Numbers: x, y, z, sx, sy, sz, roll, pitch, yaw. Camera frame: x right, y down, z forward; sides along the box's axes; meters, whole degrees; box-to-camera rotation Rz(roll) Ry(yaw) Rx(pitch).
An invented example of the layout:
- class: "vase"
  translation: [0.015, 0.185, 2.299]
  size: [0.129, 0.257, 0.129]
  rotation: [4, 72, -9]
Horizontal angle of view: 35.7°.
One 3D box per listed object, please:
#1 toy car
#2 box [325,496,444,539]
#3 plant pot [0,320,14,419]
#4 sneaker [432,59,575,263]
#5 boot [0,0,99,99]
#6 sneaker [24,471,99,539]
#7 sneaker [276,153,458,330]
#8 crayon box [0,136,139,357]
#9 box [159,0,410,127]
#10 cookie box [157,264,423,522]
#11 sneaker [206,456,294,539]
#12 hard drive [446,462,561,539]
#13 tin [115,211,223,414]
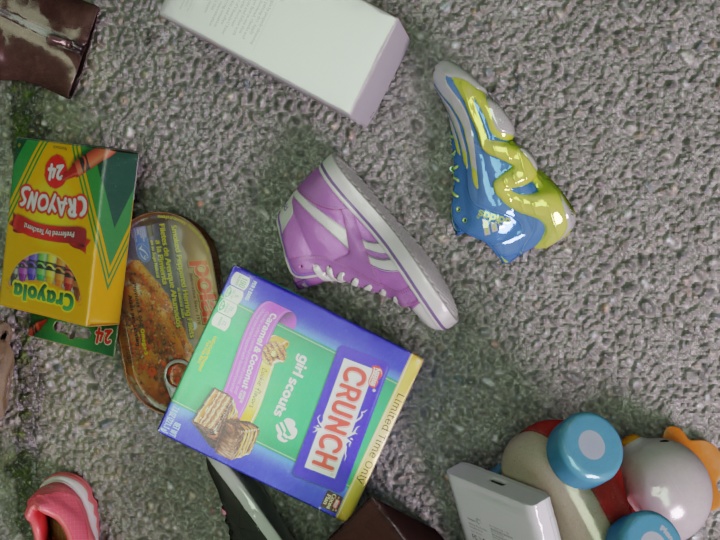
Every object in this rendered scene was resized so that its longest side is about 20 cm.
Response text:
- class: "toy car"
  translation: [0.244, 0.194, 1.018]
  size: [0.198, 0.185, 0.178]
  rotation: [-24, 75, -27]
- class: "box"
  translation: [0.040, 0.342, 0.985]
  size: [0.166, 0.164, 0.200]
  rotation: [-44, 57, 4]
- class: "plant pot"
  translation: [-0.443, 0.102, 1.089]
  size: [0.181, 0.200, 0.204]
  rotation: [10, 94, -4]
- class: "sneaker"
  translation: [0.108, -0.093, 1.044]
  size: [0.105, 0.076, 0.201]
  rotation: [-37, 88, 9]
- class: "boot"
  translation: [-0.338, -0.286, 1.115]
  size: [0.164, 0.072, 0.203]
  rotation: [15, 94, -5]
- class: "sneaker"
  translation: [-0.283, 0.305, 1.114]
  size: [0.073, 0.087, 0.202]
  rotation: [-26, 89, 10]
- class: "sneaker"
  translation: [0.000, 0.000, 1.072]
  size: [0.114, 0.073, 0.201]
  rotation: [-43, 76, 12]
- class: "crayon box"
  translation: [-0.288, -0.024, 1.096]
  size: [0.125, 0.051, 0.203]
  rotation: [9, 94, 30]
- class: "box"
  translation: [-0.065, -0.225, 1.037]
  size: [0.198, 0.124, 0.098]
  rotation: [29, 96, 5]
- class: "cookie box"
  translation: [-0.065, 0.115, 1.055]
  size: [0.198, 0.075, 0.173]
  rotation: [26, 88, -4]
- class: "sneaker"
  translation: [-0.118, 0.276, 1.096]
  size: [0.099, 0.071, 0.201]
  rotation: [-33, 92, 3]
- class: "hard drive"
  translation: [0.146, 0.282, 1.015]
  size: [0.026, 0.131, 0.203]
  rotation: [-23, 105, -26]
- class: "tin"
  translation: [-0.186, 0.042, 1.113]
  size: [0.110, 0.042, 0.203]
  rotation: [-9, 91, 13]
